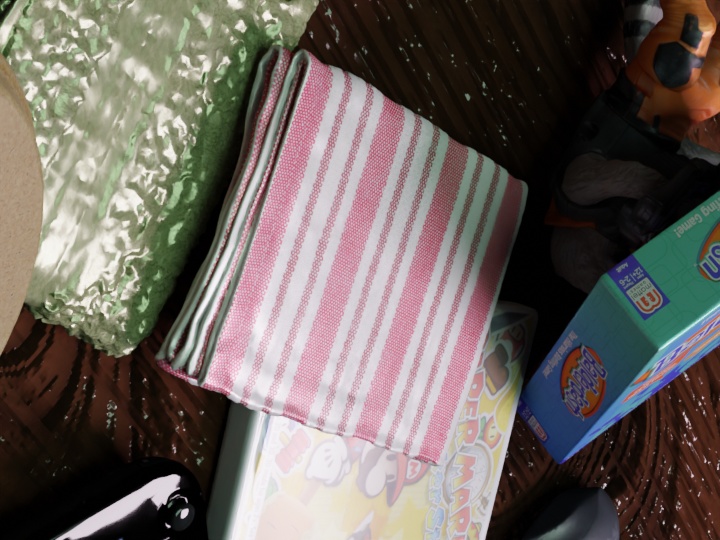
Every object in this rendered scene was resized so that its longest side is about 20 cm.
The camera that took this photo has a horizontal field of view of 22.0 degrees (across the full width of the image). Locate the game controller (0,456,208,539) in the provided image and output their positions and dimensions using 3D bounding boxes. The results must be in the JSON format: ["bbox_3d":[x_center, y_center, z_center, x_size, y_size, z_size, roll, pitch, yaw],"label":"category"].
[{"bbox_3d":[-0.143,0.157,0.767,0.199,0.042,0.105,-29,122,-33],"label":"game controller"}]

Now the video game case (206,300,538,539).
[{"bbox_3d":[0.002,0.108,0.901,0.181,0.023,0.202,7,99,-45],"label":"video game case"}]

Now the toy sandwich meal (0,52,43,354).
[{"bbox_3d":[-0.186,-0.001,0.603,0.205,0.070,0.206,-48,152,-35],"label":"toy sandwich meal"}]

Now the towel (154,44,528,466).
[{"bbox_3d":[0.000,0.000,0.827,0.199,0.030,0.148,25,83,-51],"label":"towel"}]

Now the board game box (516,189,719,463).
[{"bbox_3d":[0.162,0.013,0.904,0.151,0.045,0.200,-34,167,-16],"label":"board game box"}]

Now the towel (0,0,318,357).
[{"bbox_3d":[-0.099,-0.076,0.735,0.148,0.036,0.202,30,81,-46],"label":"towel"}]

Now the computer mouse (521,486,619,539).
[{"bbox_3d":[0.085,0.193,0.982,0.200,0.034,0.059,-50,139,-30],"label":"computer mouse"}]

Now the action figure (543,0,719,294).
[{"bbox_3d":[0.156,-0.074,0.963,0.195,0.104,0.200,-64,160,3],"label":"action figure"}]
